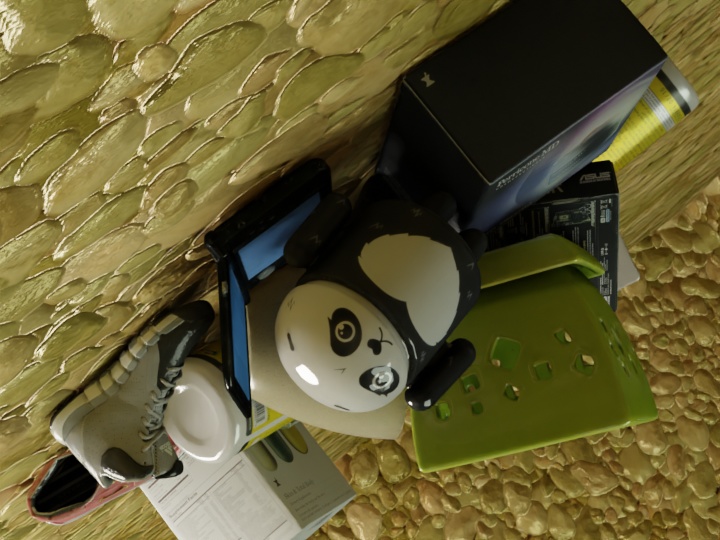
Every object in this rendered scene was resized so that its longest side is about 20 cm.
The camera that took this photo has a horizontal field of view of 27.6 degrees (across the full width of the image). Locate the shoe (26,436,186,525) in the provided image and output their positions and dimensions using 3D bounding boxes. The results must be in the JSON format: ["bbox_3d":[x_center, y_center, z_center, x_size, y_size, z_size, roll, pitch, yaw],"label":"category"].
[{"bbox_3d":[-0.252,0.198,1.515,0.200,0.072,0.091,-32,175,-7],"label":"shoe"}]

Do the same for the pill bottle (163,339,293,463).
[{"bbox_3d":[-0.108,0.114,1.539,0.200,0.112,0.112,-27,165,-48],"label":"pill bottle"}]

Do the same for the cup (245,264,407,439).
[{"bbox_3d":[-0.042,0.068,1.424,0.143,0.201,0.200,-3,161,-11],"label":"cup"}]

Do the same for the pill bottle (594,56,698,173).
[{"bbox_3d":[0.261,-0.162,1.609,0.200,0.111,0.111,-40,170,9],"label":"pill bottle"}]

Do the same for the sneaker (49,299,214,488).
[{"bbox_3d":[-0.179,0.123,1.321,0.200,0.116,0.075,-42,169,20],"label":"sneaker"}]

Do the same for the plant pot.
[{"bbox_3d":[0.148,0.074,1.349,0.200,0.182,0.199,-16,172,16],"label":"plant pot"}]

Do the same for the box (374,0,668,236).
[{"bbox_3d":[0.132,-0.132,1.269,0.200,0.123,0.198,-36,168,-15],"label":"box"}]

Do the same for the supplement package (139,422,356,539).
[{"bbox_3d":[-0.143,0.252,1.768,0.151,0.200,0.152,-43,169,24],"label":"supplement package"}]

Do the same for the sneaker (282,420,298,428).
[{"bbox_3d":[-0.115,0.148,1.659,0.090,0.067,0.200,3,-176,28],"label":"sneaker"}]

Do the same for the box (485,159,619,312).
[{"bbox_3d":[0.172,-0.020,1.444,0.160,0.044,0.200,-8,144,5],"label":"box"}]

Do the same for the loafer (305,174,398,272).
[{"bbox_3d":[0.000,-0.005,1.322,0.200,0.073,0.071,-55,175,-47],"label":"loafer"}]

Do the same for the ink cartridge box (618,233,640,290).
[{"bbox_3d":[0.207,-0.001,1.627,0.200,0.115,0.068,-27,174,24],"label":"ink cartridge box"}]

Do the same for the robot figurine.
[{"bbox_3d":[0.019,0.023,1.182,0.200,0.150,0.125,-47,154,-32],"label":"robot figurine"}]

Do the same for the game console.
[{"bbox_3d":[-0.067,0.019,1.253,0.176,0.116,0.200,-37,170,-8],"label":"game console"}]
